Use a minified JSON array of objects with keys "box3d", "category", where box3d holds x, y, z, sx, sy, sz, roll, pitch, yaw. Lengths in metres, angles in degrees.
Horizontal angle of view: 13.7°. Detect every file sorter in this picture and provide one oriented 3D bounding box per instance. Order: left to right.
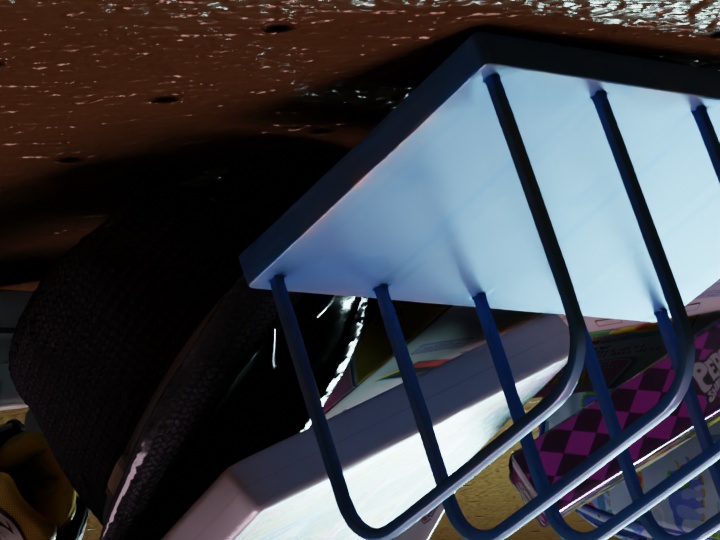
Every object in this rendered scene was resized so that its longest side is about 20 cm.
[{"box3d":[0.090,0.018,1.013,0.200,0.123,0.139,5,147,-39],"category":"file sorter"}]

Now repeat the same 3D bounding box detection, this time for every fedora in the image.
[{"box3d":[-0.072,0.031,1.133,0.092,0.201,0.201,36,178,12],"category":"fedora"}]

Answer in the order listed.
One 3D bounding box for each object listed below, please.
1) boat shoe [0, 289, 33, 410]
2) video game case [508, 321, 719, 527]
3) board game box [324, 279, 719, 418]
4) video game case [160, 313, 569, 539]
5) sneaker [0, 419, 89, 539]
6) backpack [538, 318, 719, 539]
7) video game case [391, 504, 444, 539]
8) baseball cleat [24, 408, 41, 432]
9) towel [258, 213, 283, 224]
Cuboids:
[{"box3d":[-0.105,0.044,1.271,0.200,0.066,0.072,4,178,25],"category":"boat shoe"},{"box3d":[0.156,0.045,1.305,0.200,0.036,0.181,-32,173,-2],"category":"video game case"},{"box3d":[0.072,0.012,1.224,0.153,0.040,0.200,-6,165,-21],"category":"board game box"},{"box3d":[-0.026,0.099,1.138,0.200,0.024,0.182,-23,161,-48],"category":"video game case"},{"box3d":[-0.141,0.102,1.209,0.082,0.078,0.200,-42,-173,6],"category":"sneaker"},{"box3d":[0.185,0.078,1.477,0.154,0.164,0.200,8,178,-31],"category":"backpack"},{"box3d":[0.039,0.096,1.409,0.018,0.200,0.143,29,170,2],"category":"video game case"},{"box3d":[-0.116,0.047,1.420,0.106,0.070,0.200,13,151,-43],"category":"baseball cleat"},{"box3d":[0.000,0.000,1.290,0.144,0.023,0.200,-10,169,36],"category":"towel"}]
